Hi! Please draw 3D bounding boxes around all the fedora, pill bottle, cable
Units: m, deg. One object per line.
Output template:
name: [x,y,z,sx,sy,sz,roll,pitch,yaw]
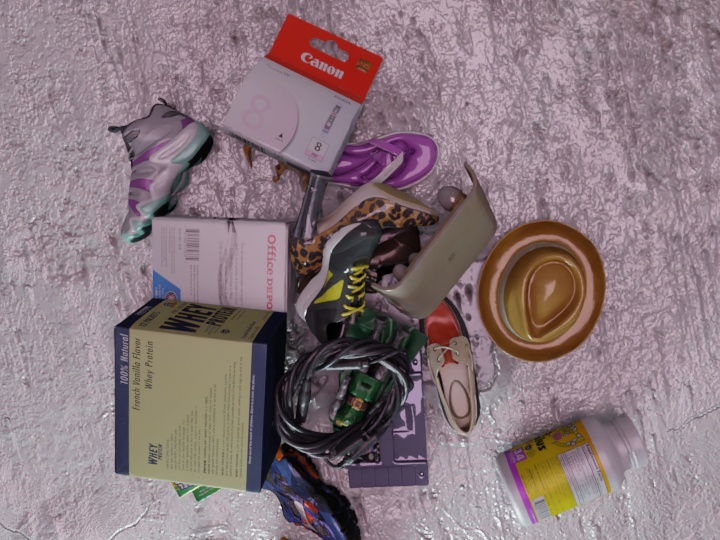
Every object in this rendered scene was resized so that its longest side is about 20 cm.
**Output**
fedora: [0.257,0.034,0.993,0.194,0.082,0.207,1,96,5]
pill bottle: [0.297,0.274,1.004,0.196,0.104,0.107,-24,94,6]
cable: [-0.020,0.163,0.949,0.200,0.051,0.163,-43,108,9]

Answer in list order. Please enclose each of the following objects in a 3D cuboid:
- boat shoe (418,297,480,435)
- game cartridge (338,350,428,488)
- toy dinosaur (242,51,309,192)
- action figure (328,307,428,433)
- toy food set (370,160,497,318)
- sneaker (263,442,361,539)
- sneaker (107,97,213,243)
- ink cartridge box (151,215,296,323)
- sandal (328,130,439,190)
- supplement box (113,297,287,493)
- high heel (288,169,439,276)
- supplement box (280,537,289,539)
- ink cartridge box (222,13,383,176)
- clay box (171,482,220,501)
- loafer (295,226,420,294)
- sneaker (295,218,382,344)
boat shoe: [0.129,0.134,1.026,0.069,0.063,0.206,-12,93,8]
game cartridge: [0.034,0.219,1.057,0.125,0.038,0.207,-4,95,1]
toy dinosaur: [-0.121,-0.195,1.026,0.104,0.060,0.205,-21,82,-4]
action figure: [0.006,0.164,1.015,0.116,0.055,0.204,23,101,-1]
toy food set: [0.102,-0.034,0.962,0.060,0.143,0.201,39,89,28]
sneaker: [-0.073,0.355,1.067,0.078,0.075,0.201,-42,83,16]
sneaker: [-0.319,-0.154,1.032,0.138,0.078,0.202,36,88,2]
ink cartridge box: [-0.193,-0.001,1.027,0.193,0.084,0.149,3,97,5]
sandal: [0.014,-0.151,1.011,0.196,0.050,0.085,-5,95,7]
supplement box: [-0.208,0.160,0.947,0.193,0.134,0.206,5,103,4]
high heel: [0.002,-0.046,0.974,0.194,0.072,0.146,12,110,-16]
supplement box: [-0.050,0.489,1.044,0.195,0.126,0.075,23,96,3]
ink cartridge box: [-0.076,-0.246,0.983,0.159,0.057,0.204,24,85,2]
clay box: [-0.257,0.246,1.076,0.113,0.048,0.203,-29,92,7]
loafer: [0.000,0.000,1.008,0.196,0.073,0.073,-25,71,7]
sneaker: [-0.014,0.019,0.925,0.086,0.073,0.202,57,137,28]
